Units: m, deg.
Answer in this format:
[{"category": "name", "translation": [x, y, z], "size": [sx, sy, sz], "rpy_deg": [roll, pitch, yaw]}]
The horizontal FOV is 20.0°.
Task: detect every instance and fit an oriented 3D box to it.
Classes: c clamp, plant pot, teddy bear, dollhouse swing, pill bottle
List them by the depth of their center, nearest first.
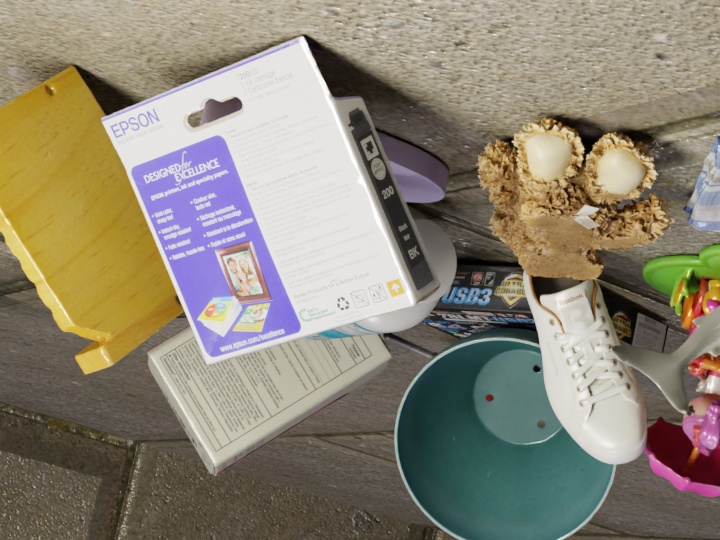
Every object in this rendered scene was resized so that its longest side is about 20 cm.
[{"category": "teddy bear", "translation": [0.153, -0.059, 1.474], "size": [0.144, 0.067, 0.200], "rpy_deg": [-1, 158, 14]}, {"category": "dollhouse swing", "translation": [-0.247, -0.022, 1.568], "size": [0.175, 0.182, 0.201], "rpy_deg": [-25, 99, 41]}, {"category": "pill bottle", "translation": [0.000, 0.000, 1.739], "size": [0.110, 0.112, 0.199], "rpy_deg": [20, 165, -28]}, {"category": "plant pot", "translation": [0.140, 0.137, 1.858], "size": [0.198, 0.202, 0.135], "rpy_deg": [11, -163, 9]}, {"category": "c clamp", "translation": [0.146, 0.096, 1.992], "size": [0.170, 0.027, 0.199], "rpy_deg": [22, 166, -38]}]

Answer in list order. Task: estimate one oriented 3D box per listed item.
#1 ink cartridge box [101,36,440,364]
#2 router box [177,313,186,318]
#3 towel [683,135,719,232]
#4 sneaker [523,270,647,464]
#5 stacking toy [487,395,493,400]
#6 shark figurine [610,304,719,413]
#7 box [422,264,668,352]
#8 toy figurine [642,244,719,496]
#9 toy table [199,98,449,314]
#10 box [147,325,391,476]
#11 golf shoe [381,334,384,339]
[{"category": "ink cartridge box", "translation": [-0.066, -0.049, 1.441], "size": [0.197, 0.201, 0.043], "rpy_deg": [-16, -168, 35]}, {"category": "router box", "translation": [-0.192, 0.000, 2.056], "size": [0.156, 0.053, 0.199], "rpy_deg": [22, 164, -35]}, {"category": "towel", "translation": [0.306, -0.051, 1.419], "size": [0.146, 0.024, 0.200], "rpy_deg": [11, 167, 5]}, {"category": "sneaker", "translation": [0.177, 0.062, 1.676], "size": [0.072, 0.201, 0.085], "rpy_deg": [-22, 156, -1]}, {"category": "stacking toy", "translation": [0.118, 0.130, 2.122], "size": [0.085, 0.086, 0.200], "rpy_deg": [13, -176, -1]}, {"category": "shark figurine", "translation": [0.299, 0.016, 1.556], "size": [0.213, 0.128, 0.090], "rpy_deg": [-25, 107, 20]}, {"category": "box", "translation": [0.152, 0.042, 1.907], "size": [0.199, 0.050, 0.198], "rpy_deg": [1, 163, 45]}, {"category": "toy figurine", "translation": [0.295, 0.092, 1.676], "size": [0.149, 0.186, 0.200], "rpy_deg": [13, 167, 0]}, {"category": "toy table", "translation": [-0.038, -0.047, 1.565], "size": [0.198, 0.118, 0.184], "rpy_deg": [15, 167, -4]}, {"category": "box", "translation": [-0.088, 0.088, 1.938], "size": [0.199, 0.128, 0.109], "rpy_deg": [-31, 172, -10]}, {"category": "golf shoe", "translation": [-0.027, 0.071, 2.158], "size": [0.091, 0.076, 0.200], "rpy_deg": [11, 169, -9]}]
